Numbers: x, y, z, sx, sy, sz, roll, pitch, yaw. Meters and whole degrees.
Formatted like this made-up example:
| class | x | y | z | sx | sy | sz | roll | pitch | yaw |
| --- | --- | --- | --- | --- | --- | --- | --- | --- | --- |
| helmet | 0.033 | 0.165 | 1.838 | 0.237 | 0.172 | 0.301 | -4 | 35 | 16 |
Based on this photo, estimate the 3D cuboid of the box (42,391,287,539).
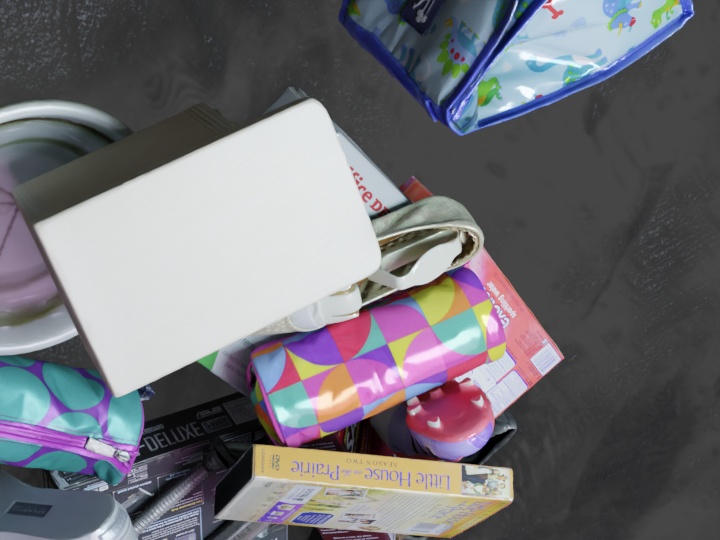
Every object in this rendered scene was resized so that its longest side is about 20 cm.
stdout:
| class | x | y | z | sx | sy | sz | roll | pitch | yaw |
| --- | --- | --- | --- | --- | --- | --- | --- | --- | --- |
| box | -0.158 | 0.195 | 1.295 | 0.200 | 0.050 | 0.158 | -17 | 130 | -23 |

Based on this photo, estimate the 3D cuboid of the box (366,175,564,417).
| class | x | y | z | sx | sy | sz | roll | pitch | yaw |
| --- | --- | --- | --- | --- | --- | --- | --- | --- | --- |
| box | 0.072 | 0.031 | 1.297 | 0.103 | 0.095 | 0.200 | -42 | 134 | 0 |

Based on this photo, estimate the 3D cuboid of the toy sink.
| class | x | y | z | sx | sy | sz | roll | pitch | yaw |
| --- | --- | --- | --- | --- | --- | --- | --- | --- | --- |
| toy sink | -0.109 | -0.029 | 1.032 | 0.200 | 0.112 | 0.130 | -27 | 113 | -11 |

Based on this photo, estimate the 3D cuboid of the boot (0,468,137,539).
| class | x | y | z | sx | sy | sz | roll | pitch | yaw |
| --- | --- | --- | --- | --- | --- | --- | --- | --- | --- |
| boot | -0.242 | 0.209 | 1.150 | 0.074 | 0.200 | 0.096 | -49 | 131 | -40 |

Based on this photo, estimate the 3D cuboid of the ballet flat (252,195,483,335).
| class | x | y | z | sx | sy | sz | roll | pitch | yaw |
| --- | --- | --- | --- | --- | --- | --- | --- | --- | --- |
| ballet flat | 0.000 | 0.000 | 1.133 | 0.200 | 0.062 | 0.067 | -27 | 128 | -16 |

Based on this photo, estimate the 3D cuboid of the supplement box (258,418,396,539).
| class | x | y | z | sx | sy | sz | roll | pitch | yaw |
| --- | --- | --- | --- | --- | --- | --- | --- | --- | --- |
| supplement box | -0.021 | 0.139 | 1.294 | 0.061 | 0.109 | 0.200 | -8 | 137 | 16 |

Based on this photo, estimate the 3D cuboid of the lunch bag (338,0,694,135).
| class | x | y | z | sx | sy | sz | roll | pitch | yaw |
| --- | --- | --- | --- | --- | --- | --- | --- | --- | --- |
| lunch bag | 0.100 | -0.198 | 1.097 | 0.200 | 0.170 | 0.127 | -37 | 135 | -3 |

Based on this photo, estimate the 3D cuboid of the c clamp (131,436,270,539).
| class | x | y | z | sx | sy | sz | roll | pitch | yaw |
| --- | --- | --- | --- | --- | --- | --- | --- | --- | --- |
| c clamp | -0.148 | 0.202 | 1.251 | 0.200 | 0.027 | 0.171 | -37 | 134 | -4 |

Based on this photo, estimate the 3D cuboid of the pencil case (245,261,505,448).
| class | x | y | z | sx | sy | sz | roll | pitch | yaw |
| --- | --- | --- | --- | --- | --- | --- | --- | --- | --- |
| pencil case | 0.011 | 0.063 | 1.165 | 0.200 | 0.088 | 0.088 | -24 | 132 | -14 |

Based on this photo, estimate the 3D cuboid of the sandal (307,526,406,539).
| class | x | y | z | sx | sy | sz | roll | pitch | yaw |
| --- | --- | --- | --- | --- | --- | --- | --- | --- | --- |
| sandal | 0.023 | 0.221 | 1.408 | 0.057 | 0.080 | 0.201 | 40 | 94 | -27 |

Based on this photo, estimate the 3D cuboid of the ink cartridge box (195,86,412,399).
| class | x | y | z | sx | sy | sz | roll | pitch | yaw |
| --- | --- | --- | --- | --- | --- | --- | --- | --- | --- |
| ink cartridge box | -0.064 | -0.017 | 1.179 | 0.200 | 0.083 | 0.147 | -47 | 135 | 3 |

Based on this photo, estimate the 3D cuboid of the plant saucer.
| class | x | y | z | sx | sy | sz | roll | pitch | yaw |
| --- | --- | --- | --- | --- | --- | --- | --- | --- | --- |
| plant saucer | -0.237 | -0.036 | 1.075 | 0.200 | 0.050 | 0.200 | -17 | 129 | -23 |

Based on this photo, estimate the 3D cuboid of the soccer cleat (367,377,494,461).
| class | x | y | z | sx | sy | sz | roll | pitch | yaw |
| --- | --- | --- | --- | --- | --- | --- | --- | --- | --- |
| soccer cleat | 0.057 | 0.123 | 1.206 | 0.067 | 0.200 | 0.076 | -25 | 103 | -17 |

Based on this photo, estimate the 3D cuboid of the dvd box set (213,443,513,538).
| class | x | y | z | sx | sy | sz | roll | pitch | yaw |
| --- | --- | --- | --- | --- | --- | --- | --- | --- | --- |
| dvd box set | -0.001 | 0.171 | 1.189 | 0.200 | 0.029 | 0.146 | 7 | 158 | -14 |

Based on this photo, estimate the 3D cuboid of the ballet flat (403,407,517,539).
| class | x | y | z | sx | sy | sz | roll | pitch | yaw |
| --- | --- | --- | --- | --- | --- | --- | --- | --- | --- |
| ballet flat | 0.073 | 0.200 | 1.447 | 0.066 | 0.057 | 0.200 | 19 | 110 | -40 |

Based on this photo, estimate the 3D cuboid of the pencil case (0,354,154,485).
| class | x | y | z | sx | sy | sz | roll | pitch | yaw |
| --- | --- | --- | --- | --- | --- | --- | --- | --- | --- |
| pencil case | -0.253 | 0.105 | 1.134 | 0.200 | 0.092 | 0.085 | 14 | 103 | -41 |
